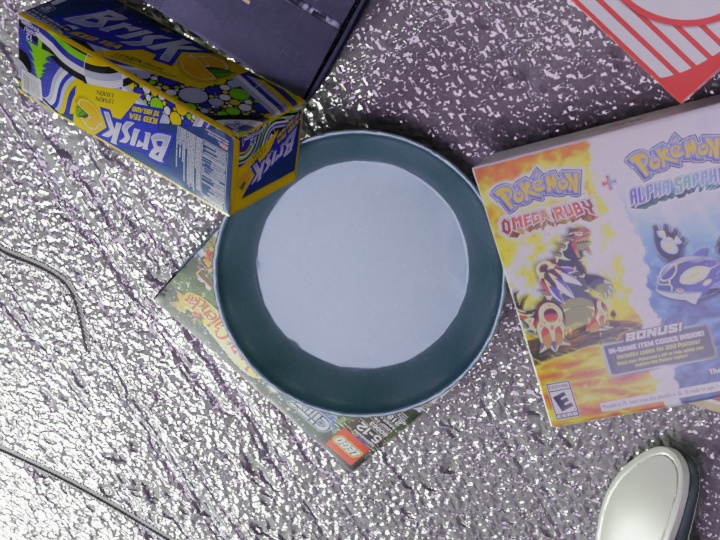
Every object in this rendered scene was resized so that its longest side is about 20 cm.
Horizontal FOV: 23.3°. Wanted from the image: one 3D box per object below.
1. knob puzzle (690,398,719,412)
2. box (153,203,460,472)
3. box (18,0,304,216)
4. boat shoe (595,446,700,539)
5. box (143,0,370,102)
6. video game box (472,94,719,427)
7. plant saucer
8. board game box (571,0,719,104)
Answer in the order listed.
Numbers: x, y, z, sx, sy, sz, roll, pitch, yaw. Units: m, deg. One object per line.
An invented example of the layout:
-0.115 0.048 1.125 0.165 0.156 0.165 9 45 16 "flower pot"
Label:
0.225 0.022 1.144 0.219 0.030 0.220 11 126 16 "knob puzzle"
-0.035 0.041 1.267 0.200 0.038 0.137 41 128 -6 "box"
-0.135 -0.115 1.149 0.200 0.070 0.065 31 132 27 "box"
0.212 0.207 1.270 0.062 0.073 0.201 -3 125 -27 "boat shoe"
-0.078 -0.222 1.100 0.200 0.051 0.158 33 130 0 "box"
0.189 -0.007 1.095 0.199 0.047 0.183 -14 98 27 "video game box"
0.000 0.000 1.189 0.199 0.036 0.201 1 105 4 "plant saucer"
0.169 -0.215 0.998 0.200 0.046 0.151 41 129 -7 "board game box"
